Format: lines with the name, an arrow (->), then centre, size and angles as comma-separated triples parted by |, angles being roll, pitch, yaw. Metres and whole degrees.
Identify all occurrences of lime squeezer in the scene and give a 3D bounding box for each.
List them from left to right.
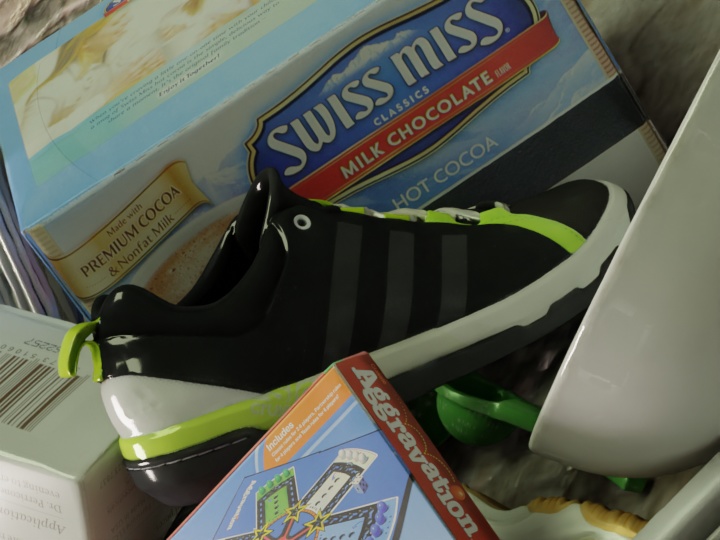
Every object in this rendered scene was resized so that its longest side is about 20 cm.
lime squeezer -> 0.029, 0.063, 0.955 | 0.200, 0.038, 0.071 | -25, 43, 50

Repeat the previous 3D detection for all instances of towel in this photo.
towel -> -0.127, -0.006, 1.038 | 0.024, 0.148, 0.200 | -21, 18, -2

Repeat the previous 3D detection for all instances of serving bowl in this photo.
serving bowl -> 0.121, -0.023, 0.785 | 0.201, 0.066, 0.200 | -61, -6, -11

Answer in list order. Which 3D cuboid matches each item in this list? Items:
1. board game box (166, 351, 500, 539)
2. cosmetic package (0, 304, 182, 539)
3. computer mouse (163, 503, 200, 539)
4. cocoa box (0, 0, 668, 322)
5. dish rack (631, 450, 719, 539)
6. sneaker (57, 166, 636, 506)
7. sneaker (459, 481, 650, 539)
board game box -> -0.029, 0.123, 0.813 | 0.103, 0.019, 0.200 | 54, 128, 14
cosmetic package -> -0.101, 0.119, 0.931 | 0.101, 0.201, 0.074 | 16, 39, 29
computer mouse -> -0.029, 0.174, 0.875 | 0.140, 0.046, 0.201 | -31, 72, 45
cocoa box -> -0.013, -0.049, 0.960 | 0.199, 0.131, 0.134 | -33, 30, 4
dish rack -> 0.144, 0.101, 0.670 | 0.172, 0.043, 0.200 | -48, 33, 15
sneaker -> 0.000, 0.000, 0.857 | 0.199, 0.083, 0.072 | -27, 6, -25
sneaker -> 0.036, 0.114, 0.846 | 0.200, 0.075, 0.088 | 0, 66, 63
